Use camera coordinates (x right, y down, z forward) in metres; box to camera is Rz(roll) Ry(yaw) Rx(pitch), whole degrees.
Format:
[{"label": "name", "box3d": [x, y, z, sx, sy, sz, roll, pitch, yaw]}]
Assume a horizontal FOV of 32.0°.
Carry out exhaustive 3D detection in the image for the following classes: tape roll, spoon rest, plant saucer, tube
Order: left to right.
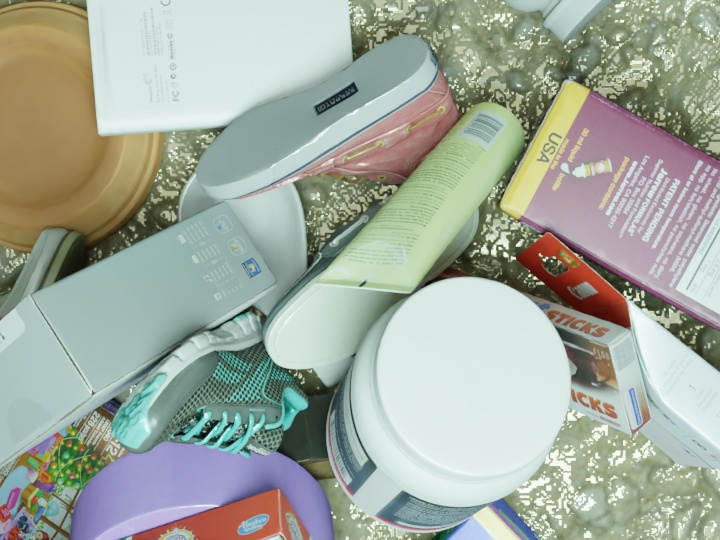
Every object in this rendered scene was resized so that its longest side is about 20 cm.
[{"label": "plant saucer", "box3d": [-0.255, -0.113, 0.993, 0.197, 0.037, 0.203, 0, 93, 5]}, {"label": "tape roll", "box3d": [-0.117, 0.216, 0.928, 0.197, 0.066, 0.202, -4, 129, -5]}, {"label": "spoon rest", "box3d": [-0.065, 0.000, 0.968, 0.099, 0.061, 0.201, -35, 90, 6]}, {"label": "tube", "box3d": [0.049, -0.045, 0.861, 0.052, 0.200, 0.058, 40, 139, 1]}]

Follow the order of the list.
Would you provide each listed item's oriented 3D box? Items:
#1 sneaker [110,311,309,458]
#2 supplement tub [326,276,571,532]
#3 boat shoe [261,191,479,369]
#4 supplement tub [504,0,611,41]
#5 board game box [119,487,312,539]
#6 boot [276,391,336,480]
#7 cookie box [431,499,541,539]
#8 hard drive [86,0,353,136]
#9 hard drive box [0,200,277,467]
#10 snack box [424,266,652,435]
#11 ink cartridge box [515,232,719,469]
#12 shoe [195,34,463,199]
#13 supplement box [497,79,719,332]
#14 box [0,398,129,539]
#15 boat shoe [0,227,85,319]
[{"label": "sneaker", "box3d": [-0.091, 0.090, 0.852, 0.091, 0.200, 0.078, 47, 113, 6]}, {"label": "supplement tub", "box3d": [0.055, 0.094, 0.845, 0.138, 0.200, 0.142, 3, 71, -8]}, {"label": "boat shoe", "box3d": [0.000, 0.000, 0.926, 0.199, 0.062, 0.073, -38, 128, -22]}, {"label": "supplement tub", "box3d": [0.122, -0.280, 0.892, 0.145, 0.145, 0.200, -42, 88, 6]}, {"label": "board game box", "box3d": [-0.117, 0.242, 0.880, 0.198, 0.041, 0.154, -19, 129, 9]}, {"label": "boot", "box3d": [-0.001, 0.131, 0.971, 0.197, 0.076, 0.075, 0, 64, -6]}, {"label": "cookie box", "box3d": [0.084, 0.298, 0.960, 0.171, 0.075, 0.200, 45, 95, 3]}, {"label": "hard drive", "box3d": [-0.106, -0.177, 0.960, 0.197, 0.026, 0.134, -5, 92, -6]}, {"label": "hard drive box", "box3d": [-0.179, 0.045, 0.887, 0.155, 0.200, 0.077, -34, 90, 38]}, {"label": "snack box", "box3d": [0.121, 0.052, 0.887, 0.024, 0.199, 0.073, -32, 118, -24]}, {"label": "ink cartridge box", "box3d": [0.186, 0.063, 0.894, 0.199, 0.163, 0.057, 36, 84, 2]}, {"label": "shoe", "box3d": [-0.019, -0.090, 0.935, 0.198, 0.091, 0.072, -28, 46, 9]}, {"label": "supplement box", "box3d": [0.206, -0.042, 0.903, 0.198, 0.131, 0.104, 29, 94, 3]}, {"label": "box", "box3d": [-0.240, 0.197, 1.006, 0.136, 0.039, 0.201, 33, 96, 2]}, {"label": "boat shoe", "box3d": [-0.281, 0.051, 0.983, 0.068, 0.075, 0.202, 27, 100, 5]}]
